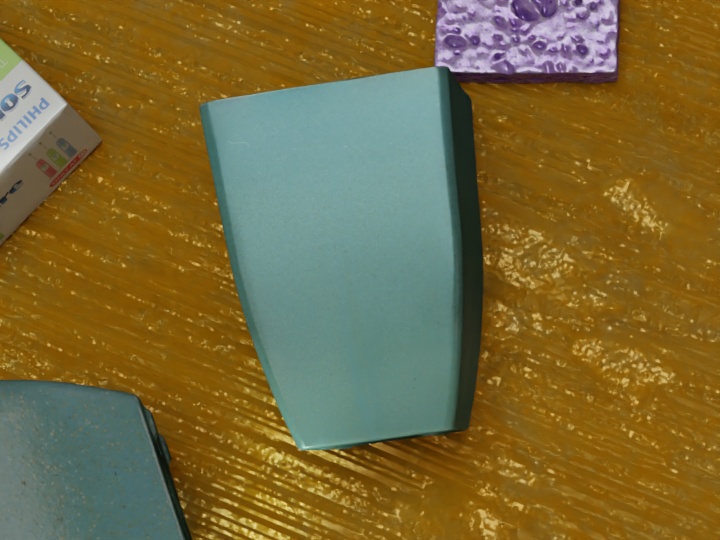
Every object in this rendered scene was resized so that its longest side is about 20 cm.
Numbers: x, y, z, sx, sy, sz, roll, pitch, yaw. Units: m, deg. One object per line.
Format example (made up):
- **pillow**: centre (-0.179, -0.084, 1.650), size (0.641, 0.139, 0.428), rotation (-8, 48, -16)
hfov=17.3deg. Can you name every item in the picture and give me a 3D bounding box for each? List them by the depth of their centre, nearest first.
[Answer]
- **plant pot**: centre (-0.195, 0.162, 1.338), size (0.200, 0.196, 0.196), rotation (-19, 76, -3)
- **plant pot**: centre (0.000, 0.000, 1.364), size (0.141, 0.141, 0.200), rotation (-8, 85, 8)
- **sponge**: centre (0.105, -0.212, 1.444), size (0.112, 0.030, 0.200), rotation (1, 79, 10)
- **toothbrush box**: centre (-0.284, -0.104, 1.457), size (0.200, 0.086, 0.146), rotation (43, 87, 16)
